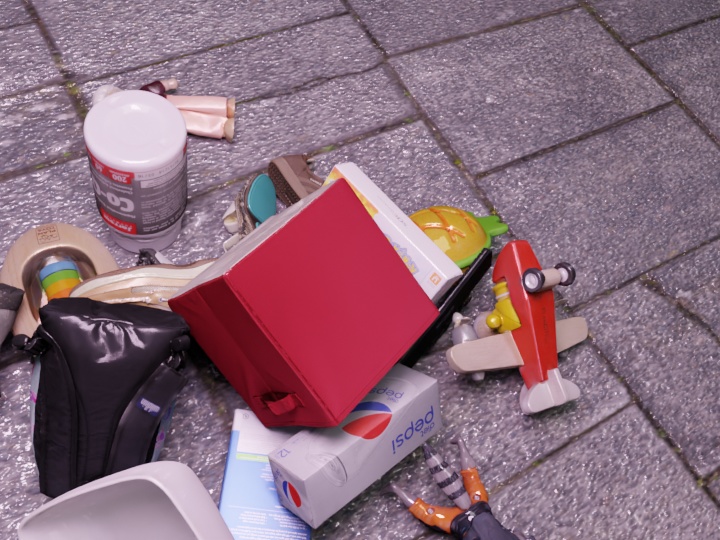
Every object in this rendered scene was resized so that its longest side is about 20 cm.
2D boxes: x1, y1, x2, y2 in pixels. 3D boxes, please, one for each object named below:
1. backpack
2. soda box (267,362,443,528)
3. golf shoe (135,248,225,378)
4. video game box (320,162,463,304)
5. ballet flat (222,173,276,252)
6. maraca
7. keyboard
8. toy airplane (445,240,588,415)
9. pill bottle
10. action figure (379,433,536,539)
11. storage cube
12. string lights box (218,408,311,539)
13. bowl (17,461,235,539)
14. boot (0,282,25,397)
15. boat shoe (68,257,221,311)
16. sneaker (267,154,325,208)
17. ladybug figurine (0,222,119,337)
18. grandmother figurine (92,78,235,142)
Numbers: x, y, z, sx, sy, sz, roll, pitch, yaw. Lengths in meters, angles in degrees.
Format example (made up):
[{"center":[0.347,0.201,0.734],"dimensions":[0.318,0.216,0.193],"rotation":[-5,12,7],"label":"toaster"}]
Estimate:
[{"center":[-0.258,0.135,0.747],"dimensions":[0.166,0.127,0.201],"rotation":[10,101,-4],"label":"backpack"},{"center":[0.000,0.182,0.784],"dimensions":[0.199,0.069,0.063],"rotation":[-29,32,-35],"label":"soda box"},{"center":[-0.198,0.043,0.904],"dimensions":[0.200,0.078,0.094],"rotation":[47,43,14],"label":"golf shoe"},{"center":[0.000,0.000,0.903],"dimensions":[0.200,0.183,0.047],"rotation":[46,30,16],"label":"video game box"},{"center":[-0.150,-0.052,0.963],"dimensions":[0.075,0.068,0.201],"rotation":[-26,44,14],"label":"ballet flat"},{"center":[0.119,-0.040,1.000],"dimensions":[0.137,0.108,0.200],"rotation":[17,34,36],"label":"maraca"},{"center":[0.101,0.060,0.919],"dimensions":[0.021,0.127,0.200],"rotation":[37,82,17],"label":"keyboard"},{"center":[0.206,0.088,0.941],"dimensions":[0.200,0.141,0.200],"rotation":[44,64,-28],"label":"toy airplane"},{"center":[-0.271,-0.112,0.895],"dimensions":[0.113,0.200,0.115],"rotation":[6,58,-10],"label":"pill bottle"},{"center":[0.103,0.296,0.795],"dimensions":[0.199,0.105,0.194],"rotation":[-24,57,-28],"label":"action figure"},{"center":[-0.061,0.038,0.769],"dimensions":[0.200,0.171,0.180],"rotation":[-44,104,-31],"label":"storage cube"},{"center":[-0.103,0.261,0.791],"dimensions":[0.102,0.059,0.201],"rotation":[10,57,-7],"label":"string lights box"},{"center":[-0.192,0.271,0.669],"dimensions":[0.201,0.199,0.075],"rotation":[63,22,-7],"label":"bowl"},{"center":[-0.461,0.065,0.812],"dimensions":[0.199,0.068,0.132],"rotation":[14,88,32],"label":"boot"},{"center":[-0.217,0.036,0.811],"dimensions":[0.199,0.072,0.077],"rotation":[-10,74,-17],"label":"boat shoe"},{"center":[-0.054,-0.087,1.010],"dimensions":[0.075,0.071,0.201],"rotation":[-20,67,-29],"label":"sneaker"},{"center":[-0.350,0.033,0.864],"dimensions":[0.135,0.072,0.201],"rotation":[-15,64,-20],"label":"ladybug figurine"},{"center":[-0.284,-0.234,1.054],"dimensions":[0.199,0.061,0.122],"rotation":[4,50,-14],"label":"grandmother figurine"}]
